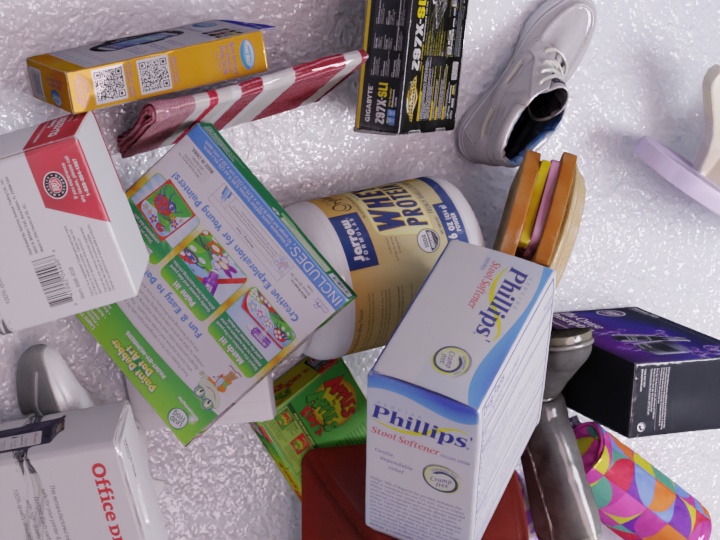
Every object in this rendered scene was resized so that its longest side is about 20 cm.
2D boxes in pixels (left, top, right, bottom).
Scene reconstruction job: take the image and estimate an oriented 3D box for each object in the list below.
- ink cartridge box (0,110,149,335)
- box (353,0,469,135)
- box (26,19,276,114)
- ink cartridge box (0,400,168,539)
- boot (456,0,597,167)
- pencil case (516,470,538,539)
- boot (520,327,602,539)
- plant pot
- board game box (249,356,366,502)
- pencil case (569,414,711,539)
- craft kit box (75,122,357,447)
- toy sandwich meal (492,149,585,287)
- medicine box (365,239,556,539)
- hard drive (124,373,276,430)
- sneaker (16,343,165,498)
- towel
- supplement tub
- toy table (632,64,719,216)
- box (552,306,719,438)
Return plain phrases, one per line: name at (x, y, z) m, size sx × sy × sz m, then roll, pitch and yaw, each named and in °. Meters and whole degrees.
ink cartridge box at (-0.294, -0.030, 1.501) m, size 0.199 × 0.084 × 0.145 m, roll -16°, pitch 111°, yaw 8°
box at (0.051, -0.224, 1.638) m, size 0.160 × 0.049 × 0.201 m, roll -15°, pitch 113°, yaw -67°
box at (-0.171, -0.177, 1.553) m, size 0.199 × 0.119 × 0.042 m, roll -13°, pitch 107°, yaw -23°
ink cartridge box at (-0.277, 0.206, 1.557) m, size 0.199 × 0.084 × 0.145 m, roll -10°, pitch 112°, yaw 7°
boot at (0.179, -0.178, 1.738) m, size 0.073 × 0.095 × 0.200 m, roll 38°, pitch 84°, yaw -28°
pencil case at (0.128, 0.215, 1.815) m, size 0.086 × 0.084 × 0.200 m, roll -53°, pitch 121°, yaw -31°
boot at (0.187, 0.159, 1.721) m, size 0.072 × 0.182 × 0.201 m, roll -7°, pitch 83°, yaw -13°
plant pot at (0.061, 0.282, 1.675) m, size 0.199 × 0.176 × 0.201 m, roll -4°, pitch 110°, yaw -14°
board game box at (-0.020, 0.183, 1.750) m, size 0.101 × 0.048 × 0.201 m, roll -38°, pitch 116°, yaw -15°
pencil case at (0.276, 0.233, 1.891) m, size 0.200 × 0.088 × 0.089 m, roll 38°, pitch 84°, yaw -26°
craft kit box at (-0.139, 0.012, 1.564) m, size 0.197 × 0.049 × 0.200 m, roll -41°, pitch 86°, yaw 11°
toy sandwich meal at (0.148, -0.027, 1.714) m, size 0.070 × 0.205 × 0.206 m, roll 21°, pitch 92°, yaw -7°
medicine box at (0.085, 0.111, 1.570) m, size 0.201 × 0.102 × 0.182 m, roll 90°, pitch 24°, yaw -43°
hard drive at (-0.153, 0.041, 1.628) m, size 0.131 × 0.027 × 0.201 m, roll -5°, pitch 107°, yaw 10°
sneaker at (-0.241, 0.144, 1.629) m, size 0.080 × 0.070 × 0.201 m, roll -38°, pitch 119°, yaw -32°
towel at (-0.105, -0.148, 1.581) m, size 0.199 × 0.144 × 0.023 m, roll -18°, pitch 87°, yaw -22°
supplement tub at (0.000, 0.000, 1.663) m, size 0.199 × 0.144 × 0.145 m, roll -13°, pitch 107°, yaw -24°
toy table at (0.381, -0.114, 1.818) m, size 0.200 × 0.184 × 0.117 m, roll 25°, pitch 106°, yaw -40°
box at (0.267, 0.096, 1.786) m, size 0.140 × 0.200 × 0.079 m, roll 0°, pitch 102°, yaw -27°
